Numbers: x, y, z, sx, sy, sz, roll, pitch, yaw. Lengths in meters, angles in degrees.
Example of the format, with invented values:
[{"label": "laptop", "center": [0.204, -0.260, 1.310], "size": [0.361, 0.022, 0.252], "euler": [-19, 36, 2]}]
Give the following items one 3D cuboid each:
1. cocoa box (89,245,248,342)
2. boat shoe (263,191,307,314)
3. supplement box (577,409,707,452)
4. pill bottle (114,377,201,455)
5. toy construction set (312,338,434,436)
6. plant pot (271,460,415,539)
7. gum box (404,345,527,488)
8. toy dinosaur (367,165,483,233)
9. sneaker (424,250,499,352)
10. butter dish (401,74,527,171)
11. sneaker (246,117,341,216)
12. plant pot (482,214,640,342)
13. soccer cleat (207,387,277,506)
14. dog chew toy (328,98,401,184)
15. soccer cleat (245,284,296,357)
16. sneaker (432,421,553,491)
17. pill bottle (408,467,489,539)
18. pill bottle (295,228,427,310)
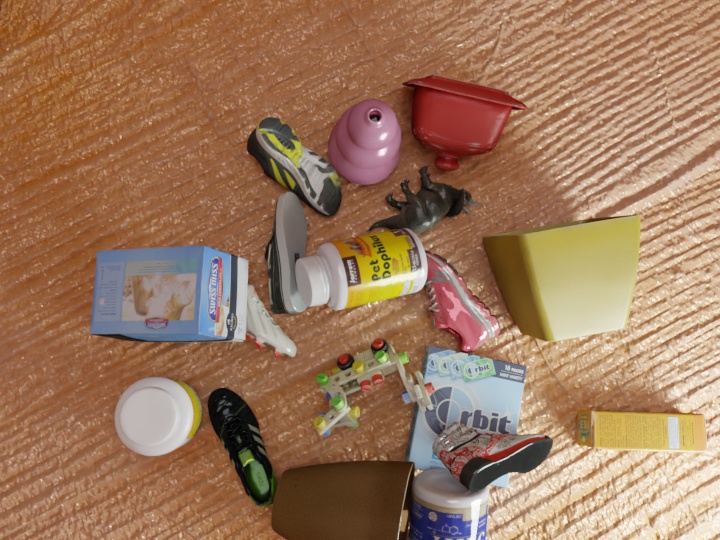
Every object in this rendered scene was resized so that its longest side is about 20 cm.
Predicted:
[{"label": "cocoa box", "center": [-0.290, 0.040, 1.167], "size": [0.199, 0.131, 0.134], "euler": [-2, 79, 21]}, {"label": "boat shoe", "center": [-0.130, -0.028, 1.261], "size": [0.063, 0.071, 0.202], "euler": [-6, 82, 31]}, {"label": "supplement box", "center": [0.469, 0.268, 1.280], "size": [0.198, 0.067, 0.069], "euler": [1, 80, -6]}, {"label": "pill bottle", "center": [-0.298, 0.214, 1.131], "size": [0.108, 0.200, 0.110], "euler": [1, 80, -6]}, {"label": "toy construction set", "center": [0.015, 0.186, 1.216], "size": [0.198, 0.093, 0.132], "euler": [-13, 40, -1]}, {"label": "plant pot", "center": [-0.028, 0.370, 1.169], "size": [0.198, 0.186, 0.188], "euler": [8, 79, 11]}, {"label": "gum box", "center": [0.174, 0.240, 1.264], "size": [0.169, 0.045, 0.202], "euler": [12, 80, -4]}, {"label": "toy dinosaur", "center": [0.106, -0.109, 1.300], "size": [0.199, 0.077, 0.103], "euler": [-30, 78, -13]}, {"label": "sneaker", "center": [0.142, 0.052, 1.278], "size": [0.087, 0.074, 0.200], "euler": [-41, 87, -9]}, {"label": "butter dish", "center": [0.159, -0.242, 1.291], "size": [0.198, 0.200, 0.149], "euler": [11, 103, -3]}, {"label": "sneaker", "center": [-0.111, -0.171, 1.293], "size": [0.200, 0.084, 0.075], "euler": [50, 57, -17]}, {"label": "plant pot", "center": [0.334, 0.014, 1.253], "size": [0.198, 0.200, 0.178], "euler": [-10, 93, -8]}, {"label": "soccer cleat", "center": [-0.182, 0.276, 1.201], "size": [0.067, 0.081, 0.201], "euler": [-26, 84, -10]}, {"label": "dog chew toy", "center": [0.012, -0.216, 1.244], "size": [0.124, 0.200, 0.126], "euler": [1, 81, -6]}, {"label": "soccer cleat", "center": [-0.179, 0.068, 1.246], "size": [0.199, 0.069, 0.078], "euler": [34, 76, 3]}, {"label": "sneaker", "center": [0.206, 0.273, 1.203], "size": [0.200, 0.108, 0.068], "euler": [-8, 121, -37]}, {"label": "pill bottle", "center": [0.133, 0.421, 1.178], "size": [0.119, 0.120, 0.202], "euler": [1, 99, -6]}, {"label": "pill bottle", "center": [0.000, 0.000, 1.234], "size": [0.199, 0.109, 0.110], "euler": [-12, 82, -21]}]
